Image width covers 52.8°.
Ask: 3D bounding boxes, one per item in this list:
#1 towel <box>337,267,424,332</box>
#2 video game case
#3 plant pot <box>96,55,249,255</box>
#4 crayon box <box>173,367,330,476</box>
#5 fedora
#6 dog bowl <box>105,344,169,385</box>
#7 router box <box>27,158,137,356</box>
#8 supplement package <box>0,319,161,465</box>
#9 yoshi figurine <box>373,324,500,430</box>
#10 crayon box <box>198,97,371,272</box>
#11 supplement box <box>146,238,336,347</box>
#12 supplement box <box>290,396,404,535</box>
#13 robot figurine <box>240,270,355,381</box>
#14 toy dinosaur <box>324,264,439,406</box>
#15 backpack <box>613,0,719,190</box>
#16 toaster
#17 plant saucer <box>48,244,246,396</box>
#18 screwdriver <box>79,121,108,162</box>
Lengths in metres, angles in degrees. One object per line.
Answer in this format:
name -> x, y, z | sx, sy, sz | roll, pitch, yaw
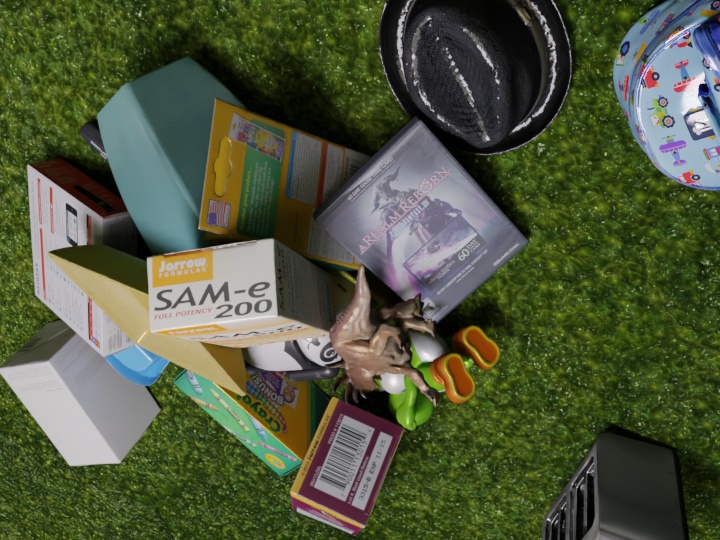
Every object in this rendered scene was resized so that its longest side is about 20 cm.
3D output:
towel -> 0.000, 0.000, 0.847 | 0.199, 0.086, 0.018 | 36, 103, -4
video game case -> 0.068, -0.043, 0.755 | 0.143, 0.019, 0.200 | -42, 123, 11
plant pot -> -0.182, -0.114, 0.789 | 0.141, 0.141, 0.201 | -17, 108, 50
crayon box -> -0.142, 0.167, 0.992 | 0.200, 0.119, 0.058 | 44, 127, -11
fedora -> 0.097, -0.186, 0.671 | 0.199, 0.092, 0.202 | 11, 126, 15
dog bowl -> -0.295, 0.088, 1.011 | 0.112, 0.050, 0.200 | 47, 135, -7
router box -> -0.360, -0.019, 0.938 | 0.179, 0.049, 0.201 | 31, 125, 31
supplement package -> -0.428, 0.186, 1.119 | 0.119, 0.121, 0.201 | -11, 117, 28
yoshi figurine -> 0.086, 0.139, 0.885 | 0.112, 0.113, 0.200 | 12, 159, -27
crayon box -> -0.080, -0.079, 0.731 | 0.199, 0.127, 0.051 | 14, 168, -41
supplement box -> -0.109, 0.031, 0.728 | 0.125, 0.200, 0.074 | -8, 78, 13
supplement box -> -0.021, 0.264, 0.954 | 0.103, 0.132, 0.200 | 22, 158, 5
robot figurine -> -0.093, 0.063, 0.896 | 0.199, 0.126, 0.150 | -8, 159, 26
toy dinosaur -> 0.007, 0.082, 0.780 | 0.135, 0.086, 0.200 | -5, 142, 26
backpack -> 0.311, -0.149, 0.587 | 0.199, 0.135, 0.183 | -18, 114, 34
toaster -> 0.304, 0.327, 0.873 | 0.118, 0.200, 0.182 | 18, 128, 3
plant saucer -> -0.228, 0.047, 0.828 | 0.199, 0.049, 0.200 | 17, 151, 31
screwdriver -> -0.273, -0.109, 0.911 | 0.029, 0.028, 0.200 | -42, 99, 8
